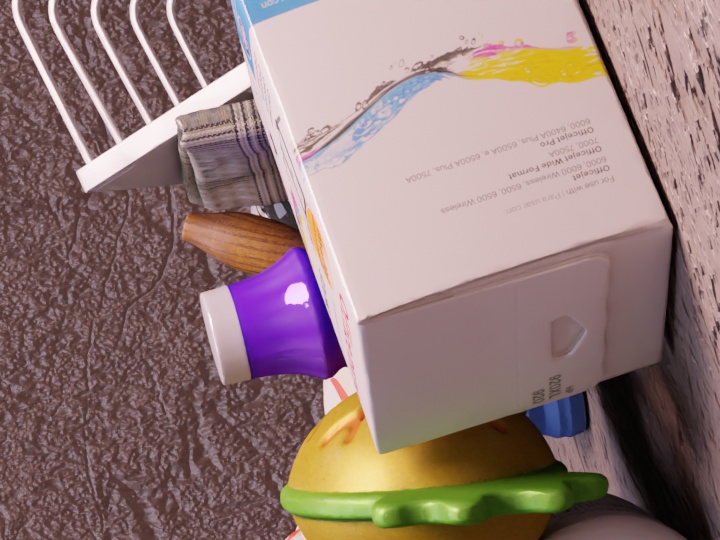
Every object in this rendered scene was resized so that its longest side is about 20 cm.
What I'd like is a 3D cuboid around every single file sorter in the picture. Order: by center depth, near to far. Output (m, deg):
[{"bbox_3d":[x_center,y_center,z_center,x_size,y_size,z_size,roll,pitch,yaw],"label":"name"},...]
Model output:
[{"bbox_3d":[-0.078,-0.132,1.540,0.125,0.139,0.200,62,-158,7],"label":"file sorter"}]

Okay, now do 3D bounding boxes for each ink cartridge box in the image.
[{"bbox_3d":[0.040,-0.049,1.268,0.147,0.144,0.201,80,171,-63],"label":"ink cartridge box"}]

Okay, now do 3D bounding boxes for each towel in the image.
[{"bbox_3d":[0.000,-0.065,1.469,0.200,0.192,0.035,95,164,-82],"label":"towel"}]

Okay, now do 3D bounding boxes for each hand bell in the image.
[{"bbox_3d":[0.000,0.000,1.533,0.104,0.199,0.105,16,-90,-84],"label":"hand bell"}]

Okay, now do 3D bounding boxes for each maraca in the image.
[{"bbox_3d":[0.037,0.104,1.338,0.200,0.137,0.107,-179,80,-71],"label":"maraca"}]

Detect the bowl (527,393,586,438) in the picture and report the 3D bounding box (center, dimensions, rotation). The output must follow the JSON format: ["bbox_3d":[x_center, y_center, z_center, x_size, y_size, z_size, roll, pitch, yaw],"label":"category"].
[{"bbox_3d":[0.088,0.011,1.732,0.201,0.039,0.201,162,90,-87],"label":"bowl"}]

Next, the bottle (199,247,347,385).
[{"bbox_3d":[0.023,0.008,1.372,0.084,0.199,0.065,-111,9,-50],"label":"bottle"}]

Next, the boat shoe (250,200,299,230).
[{"bbox_3d":[0.031,-0.009,1.594,0.064,0.199,0.071,112,-176,-59],"label":"boat shoe"}]

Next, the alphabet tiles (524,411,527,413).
[{"bbox_3d":[0.081,0.088,1.517,0.167,0.006,0.201,-64,-12,-58],"label":"alphabet tiles"}]

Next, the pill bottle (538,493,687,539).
[{"bbox_3d":[0.117,0.172,1.446,0.200,0.114,0.115,-158,51,-86],"label":"pill bottle"}]

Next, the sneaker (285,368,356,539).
[{"bbox_3d":[-0.006,0.126,1.485,0.070,0.093,0.200,109,150,-52],"label":"sneaker"}]
